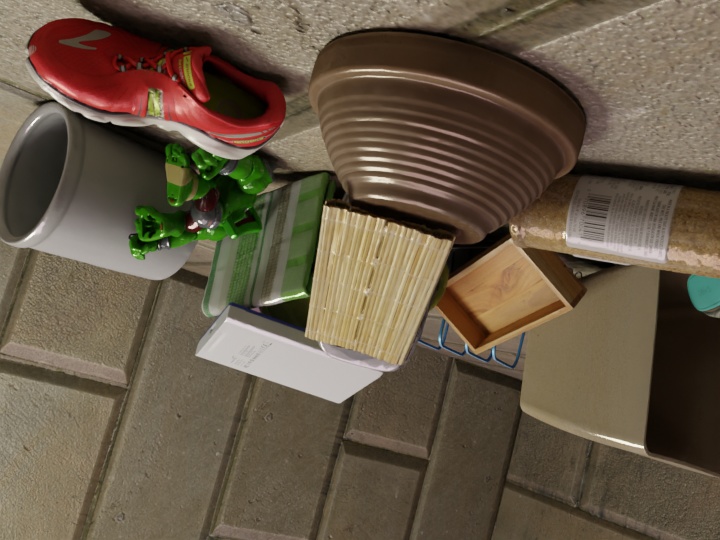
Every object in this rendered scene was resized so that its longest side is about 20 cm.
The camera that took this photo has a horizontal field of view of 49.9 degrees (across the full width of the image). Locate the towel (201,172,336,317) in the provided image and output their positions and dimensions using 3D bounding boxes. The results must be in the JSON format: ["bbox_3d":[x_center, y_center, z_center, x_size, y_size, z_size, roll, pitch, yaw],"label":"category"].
[{"bbox_3d":[-0.108,-0.024,0.903,0.198,0.151,0.030,-11,153,45],"label":"towel"}]

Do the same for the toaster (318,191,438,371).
[{"bbox_3d":[0.019,0.005,0.741,0.112,0.203,0.129,15,-154,6],"label":"toaster"}]

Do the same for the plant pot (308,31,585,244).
[{"bbox_3d":[0.051,-0.078,0.551,0.198,0.094,0.201,15,171,2],"label":"plant pot"}]

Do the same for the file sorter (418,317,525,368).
[{"bbox_3d":[0.164,0.074,1.267,0.198,0.125,0.138,11,171,31],"label":"file sorter"}]

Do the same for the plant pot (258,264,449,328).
[{"bbox_3d":[0.000,0.000,0.927,0.198,0.204,0.183,21,160,-33],"label":"plant pot"}]

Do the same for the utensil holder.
[{"bbox_3d":[-0.314,-0.087,0.954,0.168,0.173,0.199,8,171,43],"label":"utensil holder"}]

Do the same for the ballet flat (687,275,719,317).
[{"bbox_3d":[0.346,0.000,0.671,0.063,0.068,0.200,-12,171,2],"label":"ballet flat"}]

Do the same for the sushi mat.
[{"bbox_3d":[0.008,0.017,0.614,0.094,0.012,0.201,18,146,3],"label":"sushi mat"}]

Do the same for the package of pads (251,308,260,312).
[{"bbox_3d":[-0.112,0.022,1.177,0.075,0.203,0.120,22,167,-15],"label":"package of pads"}]

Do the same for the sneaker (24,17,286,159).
[{"bbox_3d":[-0.146,-0.149,0.587,0.198,0.078,0.085,12,163,-29],"label":"sneaker"}]

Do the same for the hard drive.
[{"bbox_3d":[-0.086,0.104,0.936,0.198,0.026,0.132,22,147,-19],"label":"hard drive"}]

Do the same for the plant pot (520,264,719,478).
[{"bbox_3d":[0.297,0.111,0.884,0.198,0.203,0.176,22,163,-39],"label":"plant pot"}]

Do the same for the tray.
[{"bbox_3d":[0.161,0.026,0.894,0.099,0.037,0.200,48,149,-1],"label":"tray"}]

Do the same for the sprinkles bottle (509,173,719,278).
[{"bbox_3d":[0.217,-0.036,0.596,0.198,0.069,0.068,12,172,30],"label":"sprinkles bottle"}]

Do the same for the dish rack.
[{"bbox_3d":[0.214,0.013,1.005,0.198,0.055,0.153,18,173,-27],"label":"dish rack"}]

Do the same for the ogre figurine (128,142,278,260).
[{"bbox_3d":[-0.174,-0.077,0.872,0.119,0.201,0.098,-5,-137,-46],"label":"ogre figurine"}]
